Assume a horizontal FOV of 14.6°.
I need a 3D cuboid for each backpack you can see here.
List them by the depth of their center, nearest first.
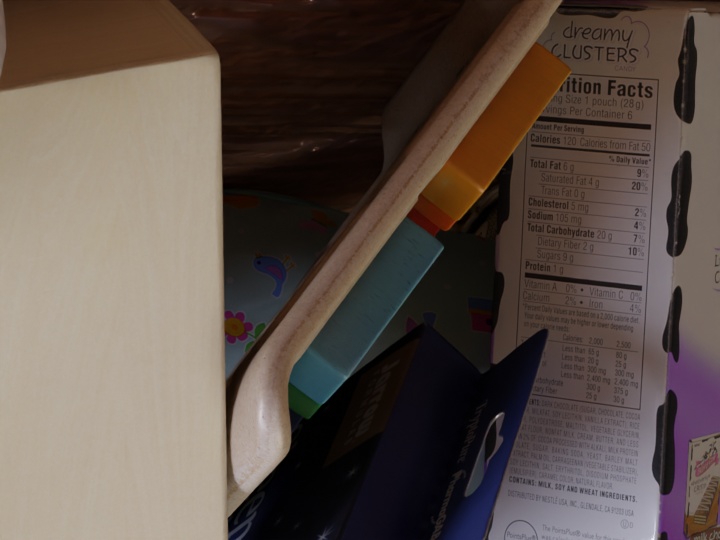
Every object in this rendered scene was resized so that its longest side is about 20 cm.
[{"bbox_3d":[-0.006,0.050,1.026,0.199,0.167,0.127,13,142,-4],"label":"backpack"}]

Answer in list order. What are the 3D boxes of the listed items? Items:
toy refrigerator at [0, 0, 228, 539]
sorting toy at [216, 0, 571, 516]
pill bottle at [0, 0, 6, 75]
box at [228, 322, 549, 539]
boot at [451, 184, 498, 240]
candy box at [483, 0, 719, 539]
[{"bbox_3d":[-0.084,0.024,0.777,0.076,0.070,0.201,-12,120,-21],"label":"toy refrigerator"},{"bbox_3d":[0.000,0.000,0.868,0.200,0.036,0.185,-59,-176,-26],"label":"sorting toy"},{"bbox_3d":[-0.164,-0.021,0.633,0.112,0.113,0.200,-12,164,-33],"label":"pill bottle"},{"bbox_3d":[-0.027,0.091,0.885,0.200,0.032,0.121,-38,-164,32],"label":"box"},{"bbox_3d":[0.026,0.024,1.174,0.199,0.072,0.155,-19,166,-22],"label":"boot"},{"bbox_3d":[0.117,0.010,0.954,0.071,0.201,0.167,6,-174,35],"label":"candy box"}]
